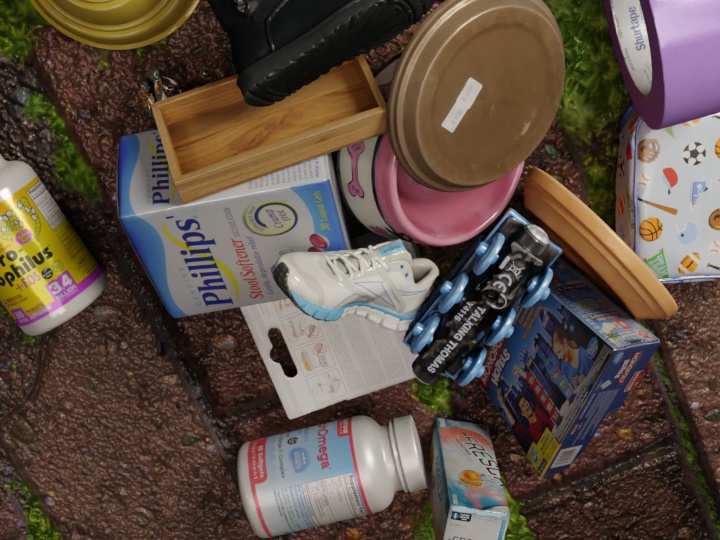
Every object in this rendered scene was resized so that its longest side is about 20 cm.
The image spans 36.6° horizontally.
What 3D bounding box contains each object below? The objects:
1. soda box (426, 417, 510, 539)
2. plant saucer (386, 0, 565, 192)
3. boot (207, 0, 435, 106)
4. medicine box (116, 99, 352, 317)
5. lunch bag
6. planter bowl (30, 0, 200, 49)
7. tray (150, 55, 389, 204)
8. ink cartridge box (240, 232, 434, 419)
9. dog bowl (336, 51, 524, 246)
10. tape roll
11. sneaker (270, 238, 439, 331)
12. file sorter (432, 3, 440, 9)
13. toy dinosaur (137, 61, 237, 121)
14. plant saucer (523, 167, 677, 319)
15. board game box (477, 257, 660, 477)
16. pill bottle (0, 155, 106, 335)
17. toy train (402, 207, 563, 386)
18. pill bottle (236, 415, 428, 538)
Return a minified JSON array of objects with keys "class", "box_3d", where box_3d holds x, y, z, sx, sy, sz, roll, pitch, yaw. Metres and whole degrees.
[{"class":"soda box","box_3d":[0.112,0.234,1.172,0.063,0.200,0.069,9,108,-4]},{"class":"plant saucer","box_3d":[0.113,-0.160,0.992,0.199,0.029,0.201,-18,126,-26]},{"class":"boot","box_3d":[-0.050,-0.260,0.949,0.199,0.076,0.169,-27,75,19]},{"class":"medicine box","box_3d":[-0.117,-0.055,1.075,0.199,0.103,0.183,-11,145,3]},{"class":"lunch bag","box_3d":[0.349,-0.082,1.130,0.159,0.076,0.201,-4,109,-1]},{"class":"planter bowl","box_3d":[-0.246,-0.307,1.038,0.199,0.084,0.202,0,109,0]},{"class":"tray","box_3d":[-0.082,-0.138,0.991,0.199,0.099,0.037,-20,148,-4]},{"class":"ink cartridge box","box_3d":[-0.013,0.055,1.189,0.199,0.057,0.163,-18,109,10]},{"class":"dog bowl","box_3d":[0.078,-0.113,1.066,0.199,0.074,0.201,-15,119,-28]},{"class":"tape roll","box_3d":[0.279,-0.235,1.006,0.065,0.200,0.201,-15,109,6]},{"class":"sneaker","box_3d":[0.000,0.000,1.043,0.199,0.075,0.087,9,129,-49]},{"class":"file sorter","box_3d":[0.096,-0.339,1.001,0.125,0.139,0.201,13,109,-7]},{"class":"toy dinosaur","box_3d":[-0.120,-0.158,1.104,0.199,0.102,0.136,16,125,-29]},{"class":"plant saucer","box_3d":[0.230,-0.020,1.081,0.037,0.200,0.200,-45,104,4]},{"class":"board game box","box_3d":[0.196,0.074,1.143,0.061,0.200,0.201,-7,137,-27]},{"class":"pill bottle","box_3d":[-0.357,-0.040,1.121,0.104,0.104,0.201,-29,107,9]},{"class":"toy train","box_3d":[0.119,0.026,1.089,0.086,0.114,0.200,34,112,-6]},{"class":"pill bottle","box_3d":[-0.030,0.224,1.216,0.199,0.109,0.109,-14,109,4]}]
